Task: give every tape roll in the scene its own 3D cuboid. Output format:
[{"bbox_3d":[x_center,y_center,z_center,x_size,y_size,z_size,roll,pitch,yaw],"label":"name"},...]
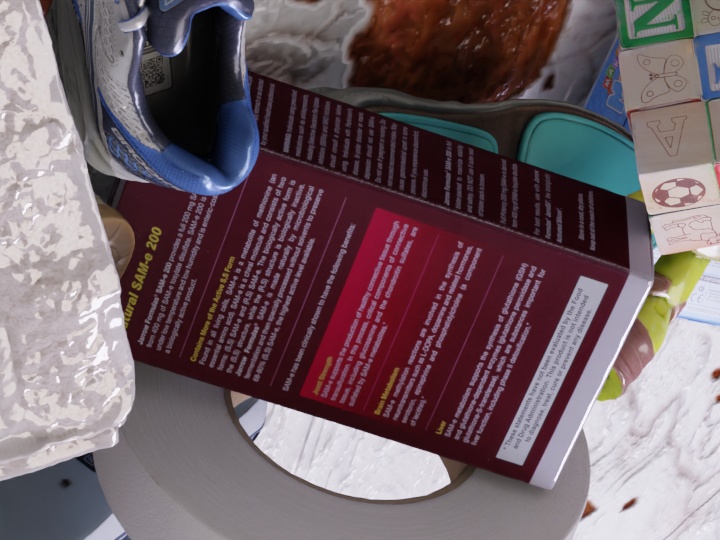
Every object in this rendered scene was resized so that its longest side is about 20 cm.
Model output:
[{"bbox_3d":[-0.006,0.069,1.082,0.202,0.203,0.037,-15,137,-36],"label":"tape roll"}]

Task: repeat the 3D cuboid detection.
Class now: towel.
[{"bbox_3d":[-0.154,-0.008,0.917,0.132,0.034,0.200,-19,120,-11],"label":"towel"}]

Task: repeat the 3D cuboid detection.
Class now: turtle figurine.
[{"bbox_3d":[0.145,-0.018,1.130,0.161,0.064,0.200,-40,123,-21],"label":"turtle figurine"}]

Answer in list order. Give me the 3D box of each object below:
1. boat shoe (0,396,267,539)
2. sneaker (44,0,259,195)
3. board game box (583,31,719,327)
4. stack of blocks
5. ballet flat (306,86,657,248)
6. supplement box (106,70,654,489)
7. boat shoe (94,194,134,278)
[{"bbox_3d":[-0.118,0.110,1.117,0.200,0.071,0.091,-29,144,-33],"label":"boat shoe"},{"bbox_3d":[-0.070,-0.112,0.894,0.077,0.085,0.200,-29,125,-21],"label":"sneaker"},{"bbox_3d":[0.174,-0.071,1.213,0.151,0.037,0.200,11,115,-31],"label":"board game box"},{"bbox_3d":[0.157,-0.113,1.056,0.115,0.200,0.059,-9,148,11],"label":"stack of blocks"},{"bbox_3d":[0.046,-0.044,1.131,0.200,0.064,0.068,9,95,-40],"label":"ballet flat"},{"bbox_3d":[0.000,0.000,1.038,0.200,0.061,0.109,18,121,-9],"label":"supplement box"},{"bbox_3d":[-0.165,0.039,1.008,0.200,0.065,0.072,-53,158,15],"label":"boat shoe"}]
